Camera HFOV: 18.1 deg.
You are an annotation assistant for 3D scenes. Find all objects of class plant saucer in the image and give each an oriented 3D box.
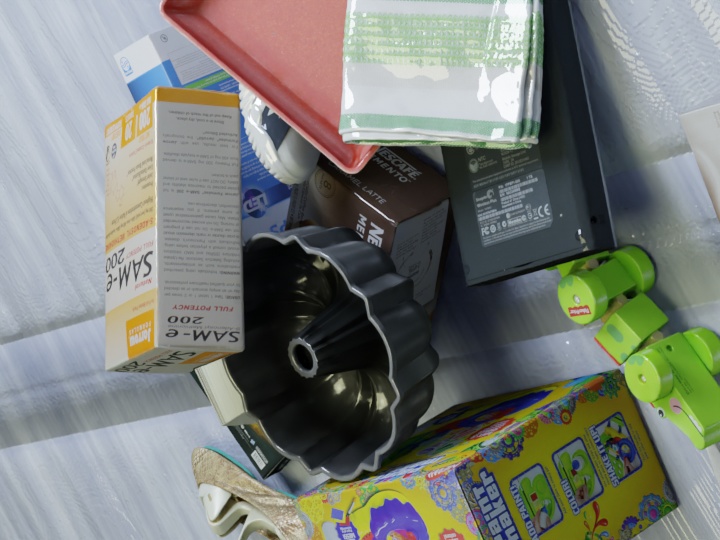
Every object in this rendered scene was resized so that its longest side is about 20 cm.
[{"bbox_3d":[-0.014,-0.206,1.654,0.200,0.037,0.200,40,99,11],"label":"plant saucer"}]

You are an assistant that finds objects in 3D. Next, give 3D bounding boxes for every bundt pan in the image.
[{"bbox_3d":[-0.018,0.054,1.723,0.202,0.076,0.202,23,125,38],"label":"bundt pan"}]

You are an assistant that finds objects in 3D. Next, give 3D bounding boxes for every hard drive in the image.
[{"bbox_3d":[0.111,-0.099,1.640,0.139,0.033,0.200,-18,81,51],"label":"hard drive"}]

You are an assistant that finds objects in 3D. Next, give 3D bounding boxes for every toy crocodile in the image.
[{"bbox_3d":[0.200,0.047,1.641,0.200,0.067,0.062,52,144,17],"label":"toy crocodile"}]

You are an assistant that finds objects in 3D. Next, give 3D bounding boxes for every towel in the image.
[{"bbox_3d":[0.057,-0.187,1.597,0.149,0.031,0.200,3,90,18],"label":"towel"}]

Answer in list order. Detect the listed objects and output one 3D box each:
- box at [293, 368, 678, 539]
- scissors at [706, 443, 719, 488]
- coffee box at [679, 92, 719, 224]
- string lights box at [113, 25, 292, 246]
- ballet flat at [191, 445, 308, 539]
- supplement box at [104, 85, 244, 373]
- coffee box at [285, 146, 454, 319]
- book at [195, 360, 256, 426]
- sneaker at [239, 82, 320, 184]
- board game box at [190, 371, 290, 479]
[{"bbox_3d":[0.095,0.179,1.729,0.200,0.192,0.122,-17,98,50],"label":"box"},{"bbox_3d":[0.281,0.200,1.648,0.073,0.014,0.200,-40,77,12],"label":"scissors"},{"bbox_3d":[0.304,-0.032,1.471,0.114,0.080,0.200,-13,100,50],"label":"coffee box"},{"bbox_3d":[-0.111,-0.109,1.866,0.059,0.103,0.200,-22,93,49],"label":"string lights box"},{"bbox_3d":[-0.101,0.221,2.060,0.200,0.065,0.071,23,149,41],"label":"ballet flat"},{"bbox_3d":[-0.145,-0.027,1.731,0.126,0.073,0.200,155,116,-63],"label":"supplement box"},{"bbox_3d":[0.000,0.000,1.811,0.114,0.080,0.200,37,134,29],"label":"coffee box"},{"bbox_3d":[-0.109,0.032,1.900,0.048,0.134,0.200,-32,73,23],"label":"book"},{"bbox_3d":[-0.015,-0.168,1.706,0.129,0.079,0.199,-12,57,40],"label":"sneaker"},{"bbox_3d":[-0.107,0.073,2.021,0.200,0.028,0.135,54,140,12],"label":"board game box"}]
